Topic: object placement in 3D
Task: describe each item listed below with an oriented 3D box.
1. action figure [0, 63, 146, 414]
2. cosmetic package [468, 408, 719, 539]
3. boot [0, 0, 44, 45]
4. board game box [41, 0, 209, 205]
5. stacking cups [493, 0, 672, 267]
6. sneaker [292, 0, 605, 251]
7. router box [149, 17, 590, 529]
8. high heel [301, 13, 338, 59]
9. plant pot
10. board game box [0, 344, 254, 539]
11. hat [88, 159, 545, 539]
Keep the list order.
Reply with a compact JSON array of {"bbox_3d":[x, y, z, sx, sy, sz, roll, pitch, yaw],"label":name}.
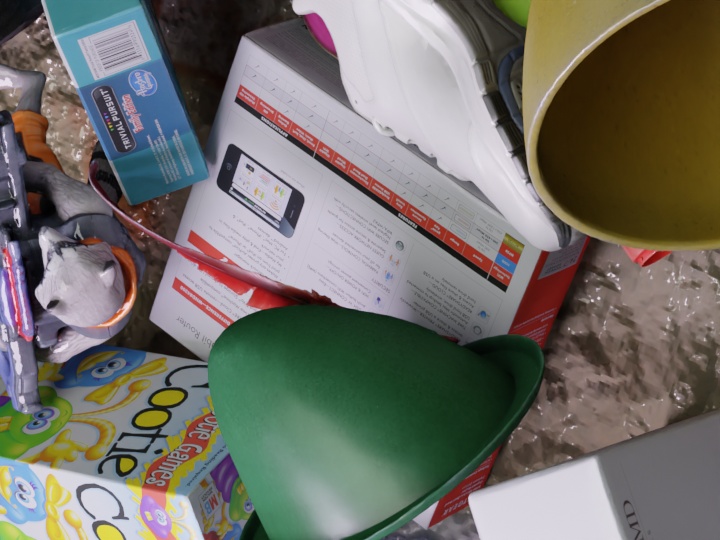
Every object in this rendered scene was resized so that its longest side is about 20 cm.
[{"bbox_3d":[-0.154,-0.041,1.359,0.104,0.194,0.201,-10,122,-8],"label":"action figure"},{"bbox_3d":[0.137,0.124,1.202,0.071,0.200,0.102,-21,85,31],"label":"cosmetic package"},{"bbox_3d":[-0.237,-0.120,1.411,0.131,0.200,0.070,-35,85,26],"label":"boot"},{"bbox_3d":[-0.138,-0.156,1.334,0.047,0.151,0.201,-20,58,-1],"label":"board game box"},{"bbox_3d":[0.095,-0.094,1.285,0.060,0.060,0.200,-41,74,28],"label":"stacking cups"},{"bbox_3d":[0.043,-0.088,1.258,0.087,0.074,0.200,-47,69,39],"label":"sneaker"},{"bbox_3d":[0.000,0.000,1.342,0.200,0.049,0.180,36,124,23],"label":"router box"},{"bbox_3d":[0.001,-0.164,1.331,0.200,0.067,0.096,37,116,23],"label":"high heel"},{"bbox_3d":[0.158,-0.124,1.187,0.200,0.200,0.143,-34,50,30],"label":"plant pot"},{"bbox_3d":[-0.119,0.111,1.381,0.199,0.105,0.103,8,128,37],"label":"board game box"},{"bbox_3d":[-0.042,0.024,1.214,0.200,0.166,0.176,-25,108,36],"label":"hat"}]
